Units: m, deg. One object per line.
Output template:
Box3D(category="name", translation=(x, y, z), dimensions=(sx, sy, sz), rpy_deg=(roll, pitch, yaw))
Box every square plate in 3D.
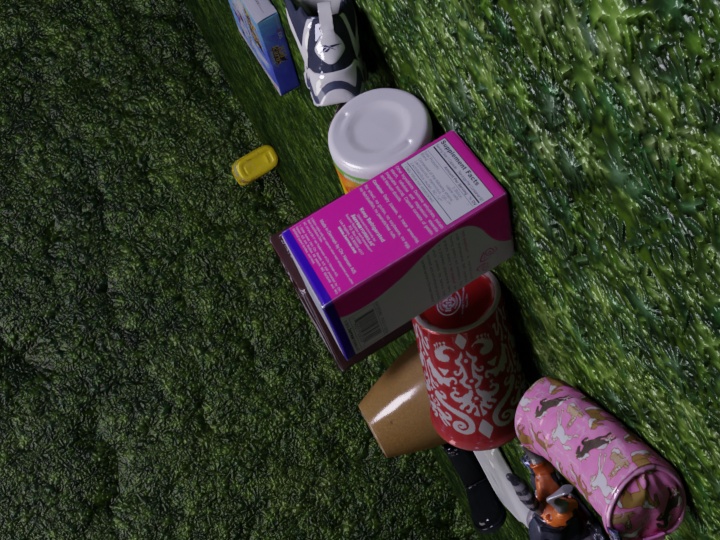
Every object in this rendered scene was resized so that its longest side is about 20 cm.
Box3D(category="square plate", translation=(0.270, 0.400, 1.707), dimensions=(0.203, 0.028, 0.198), rpy_deg=(62, 174, -8))

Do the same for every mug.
Box3D(category="mug", translation=(0.119, 0.089, 1.060), dimensions=(0.178, 0.132, 0.202), rpy_deg=(52, 166, 46))

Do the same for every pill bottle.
Box3D(category="pill bottle", translation=(0.038, -0.090, 0.966), dimensions=(0.112, 0.110, 0.201), rpy_deg=(56, 172, 35))

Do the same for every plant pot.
Box3D(category="plant pot", translation=(0.101, 0.199, 1.381), dimensions=(0.189, 0.197, 0.187), rpy_deg=(60, 175, 9))

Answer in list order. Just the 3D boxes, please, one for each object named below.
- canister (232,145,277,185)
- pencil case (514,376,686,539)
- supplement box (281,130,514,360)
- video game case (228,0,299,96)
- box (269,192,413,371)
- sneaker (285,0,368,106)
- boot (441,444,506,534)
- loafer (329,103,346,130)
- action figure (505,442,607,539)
Box3D(category="canister", translation=(-0.345, -0.347, 2.881), dimensions=(0.088, 0.147, 0.200), rpy_deg=(60, 172, -9))
Box3D(category="pencil case", translation=(0.219, 0.176, 0.833), dimensions=(0.082, 0.088, 0.200), rpy_deg=(28, -172, -23))
Box3D(category="supplement box", translation=(0.039, -0.025, 0.844), dimensions=(0.104, 0.197, 0.102), rpy_deg=(56, 173, 35))
Box3D(category="video game case", translation=(-0.182, -0.436, 1.545), dimensions=(0.183, 0.045, 0.201), rpy_deg=(57, 173, 25))
Box3D(category="box", translation=(0.000, 0.000, 1.292), dimensions=(0.166, 0.197, 0.166), rpy_deg=(51, 170, 52))
Box3D(category="sneaker", translation=(-0.037, -0.269, 0.989), dimensions=(0.200, 0.077, 0.133), rpy_deg=(-83, -14, -67))
Box3D(category="boot", translation=(0.231, 0.428, 1.819), dimensions=(0.165, 0.072, 0.199), rpy_deg=(61, -170, -12))
Box3D(category="loafer", translation=(-0.010, -0.158, 1.054), dimensions=(0.070, 0.074, 0.200), rpy_deg=(23, 174, 11))
Box3D(category="action figure", translation=(0.242, 0.310, 1.184), dimensions=(0.200, 0.103, 0.197), rpy_deg=(48, 157, 55))
